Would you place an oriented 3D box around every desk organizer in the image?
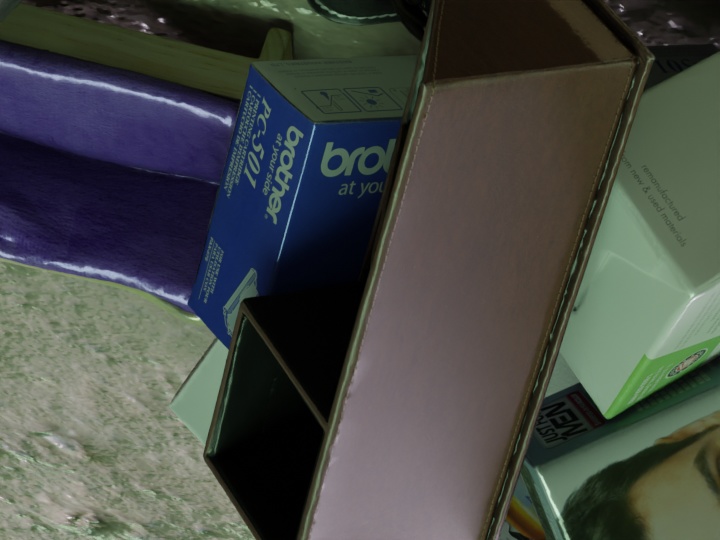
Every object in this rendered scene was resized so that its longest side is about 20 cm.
[{"bbox_3d":[0.016,0.000,0.911,0.077,0.072,0.200,-9,132,-29],"label":"desk organizer"}]

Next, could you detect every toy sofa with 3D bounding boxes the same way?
[{"bbox_3d":[-0.128,-0.056,1.148,0.200,0.098,0.083,14,156,6],"label":"toy sofa"}]

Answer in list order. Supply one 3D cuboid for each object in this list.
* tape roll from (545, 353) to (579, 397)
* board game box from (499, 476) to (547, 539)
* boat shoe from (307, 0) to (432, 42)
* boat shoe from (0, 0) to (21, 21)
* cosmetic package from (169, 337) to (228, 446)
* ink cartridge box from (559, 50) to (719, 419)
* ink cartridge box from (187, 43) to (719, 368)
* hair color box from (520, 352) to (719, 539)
[{"bbox_3d":[0.125,0.036,1.158,0.202,0.037,0.203,1,-179,0],"label":"tape roll"},{"bbox_3d":[0.107,0.110,1.233,0.200,0.126,0.035,30,124,-11],"label":"board game box"},{"bbox_3d":[0.040,-0.106,0.973,0.070,0.066,0.200,33,151,-33],"label":"boat shoe"},{"bbox_3d":[-0.169,-0.091,1.056,0.067,0.057,0.200,40,125,-16],"label":"boat shoe"},{"bbox_3d":[0.000,0.000,1.142,0.051,0.083,0.200,47,139,8],"label":"cosmetic package"},{"bbox_3d":[0.155,-0.042,0.968,0.067,0.200,0.117,57,160,14],"label":"ink cartridge box"},{"bbox_3d":[0.044,-0.024,1.007,0.200,0.094,0.044,-5,-145,-35],"label":"ink cartridge box"},{"bbox_3d":[0.159,0.061,1.021,0.061,0.200,0.099,-124,11,-72],"label":"hair color box"}]
